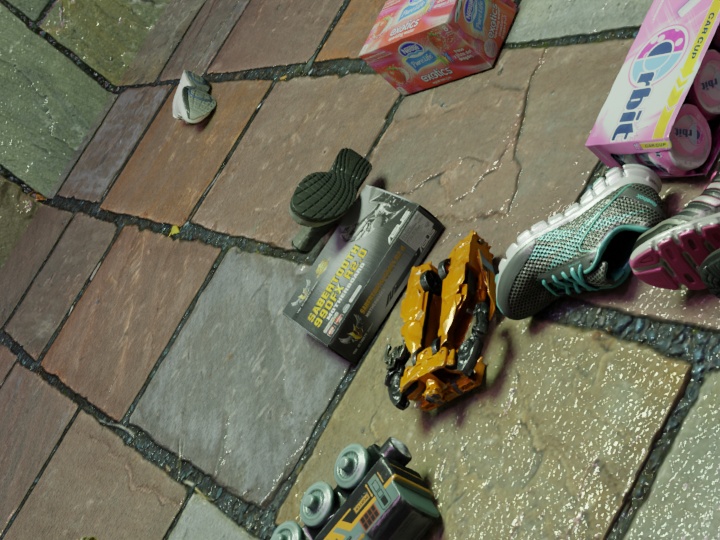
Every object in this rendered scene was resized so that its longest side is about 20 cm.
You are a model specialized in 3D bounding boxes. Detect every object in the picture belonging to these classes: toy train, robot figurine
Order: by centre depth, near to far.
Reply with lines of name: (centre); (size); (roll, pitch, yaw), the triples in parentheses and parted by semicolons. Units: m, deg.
toy train: (-0.010, 0.260, 1.172); (0.201, 0.085, 0.114); (-50, 37, 9)
robot figurine: (0.090, 0.059, 1.254); (0.144, 0.058, 0.202); (-32, 34, 37)

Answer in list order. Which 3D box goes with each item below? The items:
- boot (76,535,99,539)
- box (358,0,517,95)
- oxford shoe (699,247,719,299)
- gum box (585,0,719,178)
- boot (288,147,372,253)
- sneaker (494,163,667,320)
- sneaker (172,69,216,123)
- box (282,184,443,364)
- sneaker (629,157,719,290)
boot: (-0.396, 0.421, 1.601); (0.157, 0.072, 0.199); (-60, 31, -1)
box: (0.102, -0.321, 1.616); (0.199, 0.094, 0.104); (-6, 53, 56)
oxford shoe: (0.356, -0.024, 0.927); (0.198, 0.073, 0.085); (-22, 25, 44)
gum box: (0.309, -0.181, 1.160); (0.113, 0.066, 0.202); (2, 61, 60)
boot: (-0.054, -0.068, 1.556); (0.132, 0.067, 0.200); (-59, -5, 32)
sneaker: (0.208, -0.011, 1.131); (0.200, 0.077, 0.092); (-43, 33, 24)
sneaker: (-0.334, -0.324, 2.363); (0.088, 0.074, 0.201); (-58, 18, 19)
box: (0.000, 0.000, 1.473); (0.201, 0.048, 0.158); (-56, 28, -2)
sneaker: (0.315, -0.057, 1.010); (0.199, 0.074, 0.088); (-33, 34, 27)
